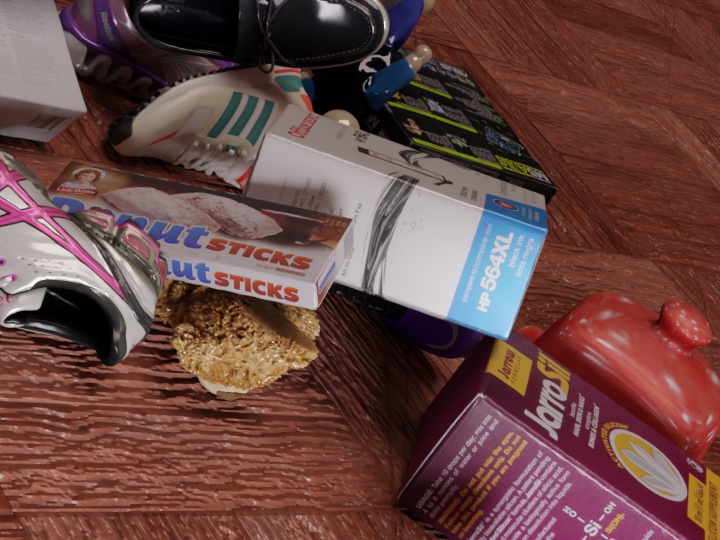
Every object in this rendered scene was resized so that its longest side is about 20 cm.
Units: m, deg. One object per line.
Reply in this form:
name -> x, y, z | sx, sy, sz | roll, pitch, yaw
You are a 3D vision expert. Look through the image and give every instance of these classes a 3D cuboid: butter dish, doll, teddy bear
butter dish -> 0.206, 0.085, 1.477 | 0.199, 0.148, 0.200 | 40, 24, 9
doll -> 0.006, -0.178, 1.711 | 0.049, 0.136, 0.201 | 58, 41, -35
teddy bear -> -0.099, 0.020, 1.287 | 0.145, 0.067, 0.200 | 17, 23, -49

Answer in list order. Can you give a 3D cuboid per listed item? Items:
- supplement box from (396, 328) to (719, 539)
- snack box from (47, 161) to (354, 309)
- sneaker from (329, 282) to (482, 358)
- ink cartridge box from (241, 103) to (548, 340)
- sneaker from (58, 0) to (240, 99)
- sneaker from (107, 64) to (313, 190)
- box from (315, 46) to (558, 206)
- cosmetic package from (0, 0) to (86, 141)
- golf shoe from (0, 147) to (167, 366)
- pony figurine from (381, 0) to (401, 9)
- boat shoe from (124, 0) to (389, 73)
supplement box -> 0.138, 0.147, 1.321 | 0.199, 0.103, 0.131 | 35, 24, -4
snack box -> -0.108, -0.024, 1.244 | 0.198, 0.024, 0.072 | 12, 40, 16
sneaker -> 0.000, 0.000, 1.454 | 0.200, 0.070, 0.099 | 43, 30, 22
ink cartridge box -> 0.021, -0.036, 1.345 | 0.199, 0.085, 0.146 | 20, 13, 0
sneaker -> -0.144, -0.176, 1.539 | 0.199, 0.089, 0.081 | 21, 26, -35
sneaker -> -0.099, -0.099, 1.479 | 0.199, 0.070, 0.094 | -21, 86, -50
box -> 0.064, -0.140, 1.821 | 0.199, 0.048, 0.194 | 14, 34, -43
cosmetic package -> -0.288, -0.173, 1.316 | 0.199, 0.052, 0.152 | 7, 60, -50
golf shoe -> -0.210, -0.015, 1.161 | 0.199, 0.073, 0.092 | 25, 39, -10
pony figurine -> -0.059, -0.261, 1.683 | 0.167, 0.193, 0.200 | 50, 34, 8
boat shoe -> -0.077, -0.183, 1.453 | 0.198, 0.075, 0.062 | 7, 24, -4
